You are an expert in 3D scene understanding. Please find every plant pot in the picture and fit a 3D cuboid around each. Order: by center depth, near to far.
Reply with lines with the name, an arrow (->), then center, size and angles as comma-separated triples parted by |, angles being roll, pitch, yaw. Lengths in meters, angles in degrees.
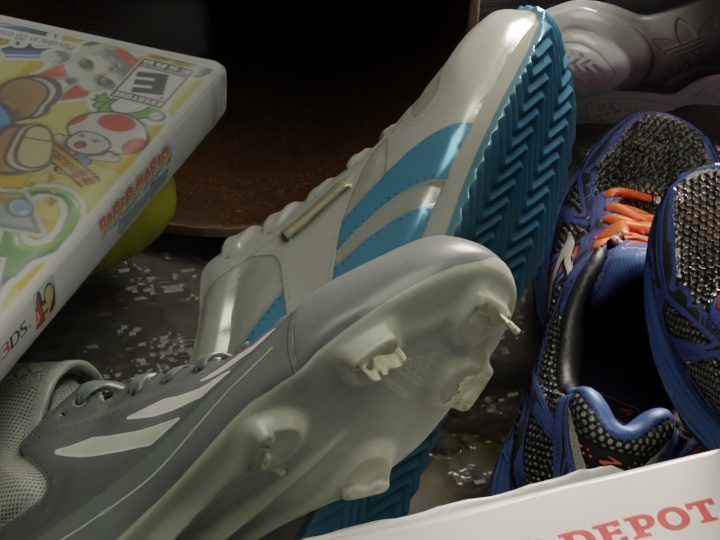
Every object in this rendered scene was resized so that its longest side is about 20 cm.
plant pot -> -0.041, -0.142, 0.881 | 0.186, 0.188, 0.200 | 16, 31, 0

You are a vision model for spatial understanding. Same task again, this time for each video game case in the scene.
video game case -> -0.165, -0.032, 0.741 | 0.199, 0.023, 0.182 | 14, 37, 16

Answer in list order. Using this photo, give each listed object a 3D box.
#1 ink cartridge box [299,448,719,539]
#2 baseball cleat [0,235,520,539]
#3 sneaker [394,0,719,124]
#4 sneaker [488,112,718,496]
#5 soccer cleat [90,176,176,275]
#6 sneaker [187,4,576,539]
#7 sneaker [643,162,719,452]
ink cartridge box -> 0.060, 0.151, 0.645 | 0.128, 0.126, 0.200 | -9, 50, -24
baseball cleat -> -0.052, 0.042, 0.695 | 0.200, 0.070, 0.107 | -40, 51, 6
sneaker -> 0.108, -0.119, 0.900 | 0.199, 0.075, 0.115 | -6, 75, 14
sneaker -> 0.093, 0.015, 0.808 | 0.075, 0.079, 0.201 | 15, 45, -1
soccer cleat -> -0.150, 0.004, 0.774 | 0.199, 0.065, 0.084 | -8, 53, -18
sneaker -> 0.000, 0.000, 0.764 | 0.080, 0.077, 0.201 | 22, 72, 28
sneaker -> 0.135, 0.037, 0.674 | 0.075, 0.079, 0.200 | -21, 50, -10
